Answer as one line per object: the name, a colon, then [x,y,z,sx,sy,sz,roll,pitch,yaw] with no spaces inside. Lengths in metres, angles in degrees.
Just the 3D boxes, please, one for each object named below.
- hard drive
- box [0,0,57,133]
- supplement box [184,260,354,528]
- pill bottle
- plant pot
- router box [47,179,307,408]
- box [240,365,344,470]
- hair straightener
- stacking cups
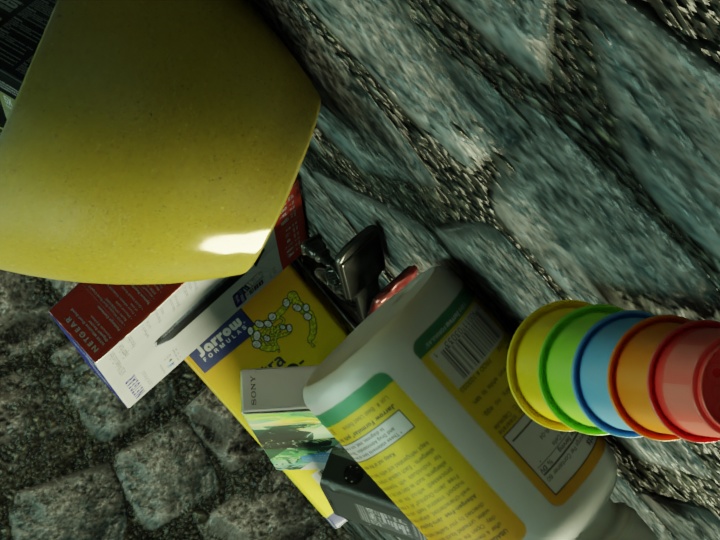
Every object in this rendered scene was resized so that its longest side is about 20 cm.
hard drive: [0.074,0.187,1.598,0.200,0.033,0.140,19,166,9]
box: [-0.242,-0.128,1.608,0.200,0.086,0.164,30,149,32]
supplement box: [-0.047,0.081,1.707,0.200,0.109,0.109,50,-178,-22]
pill bottle: [0.072,0.105,1.228,0.200,0.113,0.113,47,172,-5]
plant pot: [-0.104,-0.073,1.127,0.142,0.200,0.200,22,175,-8]
router box: [-0.119,0.004,1.507,0.049,0.179,0.200,46,173,9]
box: [-0.002,0.104,1.555,0.200,0.144,0.036,73,-166,-72]
hair straightener: [0.000,0.000,1.401,0.077,0.041,0.200,47,177,7]
stacking cups: [0.121,0.041,0.894,0.061,0.061,0.200,49,167,-10]
